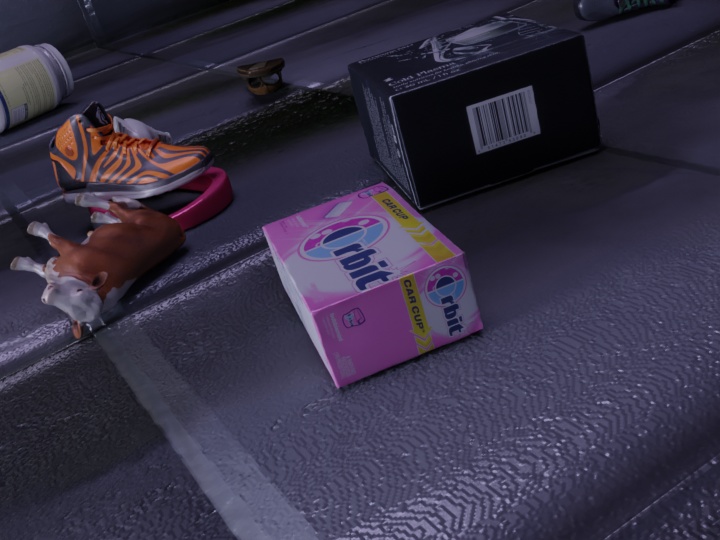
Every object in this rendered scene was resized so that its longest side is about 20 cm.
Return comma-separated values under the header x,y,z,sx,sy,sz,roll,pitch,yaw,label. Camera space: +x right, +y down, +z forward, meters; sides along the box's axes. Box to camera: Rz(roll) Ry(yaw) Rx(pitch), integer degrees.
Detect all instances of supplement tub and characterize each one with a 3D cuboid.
x,y,z,sx,sy,sz,roll,pitch,yaw,label
-0.725,-0.387,1.787,0.145,0.145,0.200,8,35,41,supplement tub

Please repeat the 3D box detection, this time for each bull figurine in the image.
x,y,z,sx,sy,sz,roll,pitch,yaw,label
-0.259,-0.013,0.832,0.121,0.065,0.200,29,32,12,bull figurine

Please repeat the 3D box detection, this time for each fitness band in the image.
x,y,z,sx,sy,sz,roll,pitch,yaw,label
-0.244,-0.088,1.026,0.200,0.037,0.144,12,37,43,fitness band

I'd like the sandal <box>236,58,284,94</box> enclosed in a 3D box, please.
x,y,z,sx,sy,sz,roll,pitch,yaw,label
-0.170,-0.328,1.452,0.082,0.055,0.200,-15,11,-10,sandal

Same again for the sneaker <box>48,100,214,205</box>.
x,y,z,sx,sy,sz,roll,pitch,yaw,label
-0.277,-0.144,0.989,0.200,0.112,0.078,-9,24,11,sneaker

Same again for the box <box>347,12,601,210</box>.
x,y,z,sx,sy,sz,roll,pitch,yaw,label
0.112,-0.175,0.891,0.200,0.124,0.197,-19,24,-5,box

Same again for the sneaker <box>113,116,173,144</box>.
x,y,z,sx,sy,sz,roll,pitch,yaw,label
-0.288,-0.168,1.140,0.080,0.076,0.200,-6,7,-18,sneaker

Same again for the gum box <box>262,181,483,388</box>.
x,y,z,sx,sy,sz,roll,pitch,yaw,label
0.000,0.000,0.667,0.113,0.066,0.200,-22,26,-8,gum box

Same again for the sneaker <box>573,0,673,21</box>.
x,y,z,sx,sy,sz,roll,pitch,yaw,label
0.414,-0.418,1.255,0.200,0.074,0.088,-24,31,-17,sneaker
